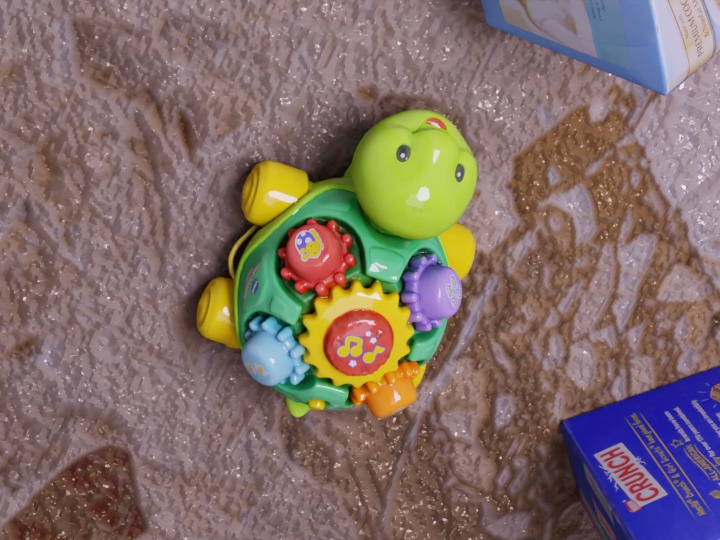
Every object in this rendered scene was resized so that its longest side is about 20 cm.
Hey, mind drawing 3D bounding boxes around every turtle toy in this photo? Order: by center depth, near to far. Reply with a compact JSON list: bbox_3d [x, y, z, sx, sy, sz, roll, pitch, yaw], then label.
[{"bbox_3d":[0.000,0.000,0.812,0.144,0.101,0.201,16,111,-18],"label":"turtle toy"}]

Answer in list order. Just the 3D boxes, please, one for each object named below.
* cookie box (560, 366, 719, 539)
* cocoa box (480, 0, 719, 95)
[{"bbox_3d":[0.242,0.126,0.883,0.198,0.171,0.076,-18,114,-2],"label":"cookie box"},{"bbox_3d":[0.122,-0.211,0.679,0.131,0.133,0.201,-39,133,-20],"label":"cocoa box"}]
